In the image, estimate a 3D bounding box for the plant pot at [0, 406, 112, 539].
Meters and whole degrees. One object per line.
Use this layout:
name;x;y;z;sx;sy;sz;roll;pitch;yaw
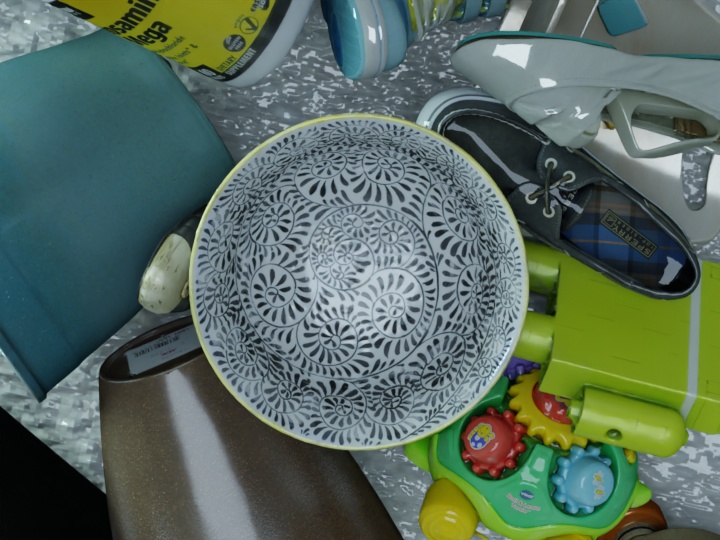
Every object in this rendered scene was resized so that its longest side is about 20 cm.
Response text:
plant pot;-0.256;0.217;1.633;0.200;0.177;0.200;-38;132;6

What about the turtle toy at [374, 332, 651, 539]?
turtle toy;0.092;0.101;1.644;0.200;0.146;0.101;21;132;1

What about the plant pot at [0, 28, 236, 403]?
plant pot;-0.185;-0.053;1.636;0.188;0.200;0.200;-37;94;-7

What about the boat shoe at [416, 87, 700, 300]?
boat shoe;0.125;-0.046;1.582;0.200;0.057;0.069;31;96;-16

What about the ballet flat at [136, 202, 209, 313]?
ballet flat;-0.076;-0.006;1.617;0.057;0.200;0.067;35;111;17

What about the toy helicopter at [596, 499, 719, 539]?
toy helicopter;0.182;0.249;1.706;0.132;0.079;0.200;21;117;-25

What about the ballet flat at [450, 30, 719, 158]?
ballet flat;0.149;-0.101;1.565;0.200;0.069;0.070;4;98;-25

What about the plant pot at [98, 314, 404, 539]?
plant pot;-0.084;0.134;1.630;0.187;0.187;0.200;-20;107;6

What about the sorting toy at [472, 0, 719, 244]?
sorting toy;0.167;-0.104;1.653;0.180;0.107;0.200;23;99;-7

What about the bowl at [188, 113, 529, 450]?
bowl;0.000;0.000;1.574;0.200;0.094;0.201;0;101;1

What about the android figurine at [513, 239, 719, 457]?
android figurine;0.177;0.039;1.633;0.200;0.182;0.041;14;134;-7

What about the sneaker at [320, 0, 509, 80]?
sneaker;0.042;-0.174;1.602;0.130;0.200;0.080;-5;114;-4

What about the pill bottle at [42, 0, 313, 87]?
pill bottle;-0.132;-0.195;1.556;0.200;0.112;0.113;23;99;-25
